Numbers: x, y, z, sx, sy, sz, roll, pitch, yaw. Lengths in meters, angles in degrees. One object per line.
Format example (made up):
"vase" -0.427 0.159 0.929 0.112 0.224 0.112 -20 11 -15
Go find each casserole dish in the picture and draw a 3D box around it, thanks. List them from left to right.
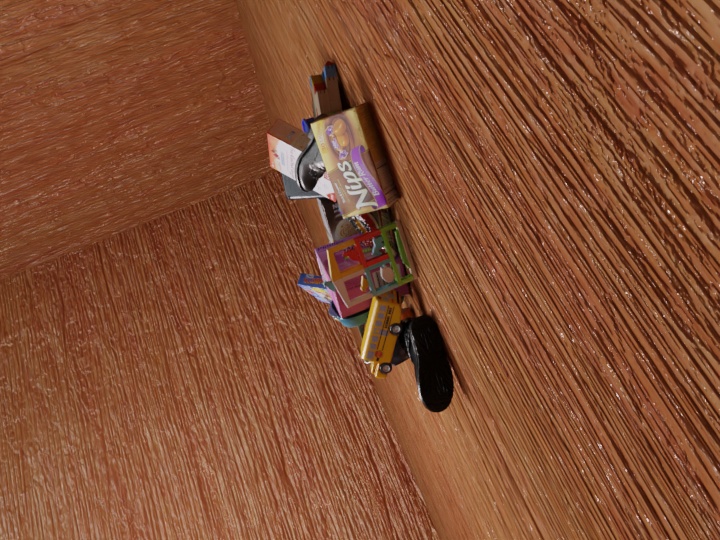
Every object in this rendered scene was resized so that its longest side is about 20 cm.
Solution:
"casserole dish" 0.019 0.080 1.677 0.121 0.196 0.040 -135 27 -58

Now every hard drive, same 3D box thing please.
"hard drive" -0.113 -0.254 1.775 0.033 0.196 0.143 -45 -51 -56

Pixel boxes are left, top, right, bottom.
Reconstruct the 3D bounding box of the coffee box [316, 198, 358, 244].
"coffee box" -0.041 -0.134 1.882 0.080 0.112 0.203 -119 10 -51

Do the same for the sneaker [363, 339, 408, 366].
"sneaker" 0.066 0.193 1.869 0.200 0.144 0.082 -129 18 -67

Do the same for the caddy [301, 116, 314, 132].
"caddy" -0.106 -0.321 1.863 0.201 0.103 0.143 80 168 -59

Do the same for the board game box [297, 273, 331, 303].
"board game box" -0.052 0.060 1.840 0.135 0.196 0.035 42 -117 -54

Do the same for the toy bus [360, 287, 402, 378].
"toy bus" 0.049 0.146 1.606 0.065 0.076 0.204 -91 13 -63

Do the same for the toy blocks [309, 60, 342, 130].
"toy blocks" -0.080 -0.391 1.600 0.200 0.098 0.140 -174 75 -82

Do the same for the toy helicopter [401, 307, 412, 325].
"toy helicopter" 0.068 0.149 1.778 0.200 0.130 0.080 -161 49 -81

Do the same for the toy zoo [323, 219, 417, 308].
"toy zoo" 0.012 -0.008 1.476 0.020 0.196 0.134 -138 27 -74

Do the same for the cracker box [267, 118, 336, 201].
"cracker box" -0.128 -0.264 1.687 0.197 0.058 0.135 28 154 11

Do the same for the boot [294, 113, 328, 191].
"boot" -0.052 -0.217 1.491 0.174 0.069 0.203 41 130 26

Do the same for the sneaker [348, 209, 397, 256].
"sneaker" 0.044 -0.097 1.543 0.077 0.083 0.201 22 161 31

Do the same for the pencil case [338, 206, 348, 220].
"pencil case" -0.011 -0.181 1.628 0.093 0.085 0.200 51 169 10

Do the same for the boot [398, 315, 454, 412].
"boot" 0.143 0.207 1.544 0.158 0.077 0.216 122 141 -75

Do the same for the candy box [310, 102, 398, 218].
"candy box" -0.011 -0.215 1.384 0.056 0.115 0.204 -36 -69 -53

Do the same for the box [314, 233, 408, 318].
"box" 0.000 0.000 1.684 0.201 0.172 0.098 -122 15 -61

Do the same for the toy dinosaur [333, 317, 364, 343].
"toy dinosaur" -0.011 0.114 1.742 0.201 0.099 0.059 -90 25 -70
